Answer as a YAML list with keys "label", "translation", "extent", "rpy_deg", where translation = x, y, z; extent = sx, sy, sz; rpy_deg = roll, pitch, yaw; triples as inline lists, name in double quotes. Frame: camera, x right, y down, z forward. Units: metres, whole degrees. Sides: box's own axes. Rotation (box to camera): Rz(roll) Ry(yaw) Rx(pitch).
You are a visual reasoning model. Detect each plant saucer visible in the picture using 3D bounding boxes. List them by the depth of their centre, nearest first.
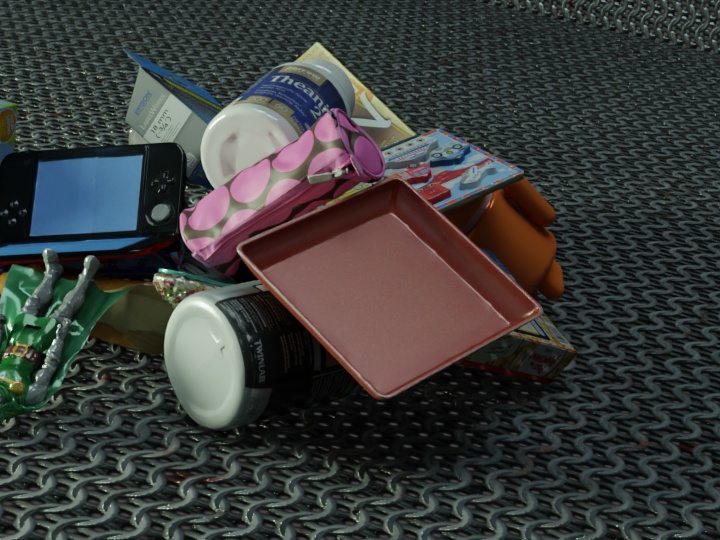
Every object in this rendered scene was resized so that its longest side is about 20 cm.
- label: "plant saucer"
  translation: [0.023, 0.019, 1.382]
  extent: [0.199, 0.037, 0.200]
  rpy_deg: [-25, 57, -37]

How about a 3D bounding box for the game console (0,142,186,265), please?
- label: "game console"
  translation: [-0.282, -0.066, 1.557]
  extent: [0.199, 0.173, 0.119]
  rpy_deg: [-2, -24, 9]

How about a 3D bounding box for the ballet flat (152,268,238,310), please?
- label: "ballet flat"
  translation: [-0.115, 0.040, 1.505]
  extent: [0.075, 0.064, 0.199]
  rpy_deg: [8, -2, 43]

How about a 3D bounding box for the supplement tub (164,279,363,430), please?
- label: "supplement tub"
  translation: [-0.065, 0.065, 1.430]
  extent: [0.199, 0.123, 0.122]
  rpy_deg: [-11, 26, -43]

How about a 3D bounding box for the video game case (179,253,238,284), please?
- label: "video game case"
  translation: [-0.094, 0.019, 1.699]
  extent: [0.181, 0.024, 0.200]
  rpy_deg: [-7, 23, -36]

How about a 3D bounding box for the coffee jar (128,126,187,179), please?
- label: "coffee jar"
  translation: [-0.194, -0.166, 2.083]
  extent: [0.199, 0.086, 0.104]
  rpy_deg: [-5, 20, -29]

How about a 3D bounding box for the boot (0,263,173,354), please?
- label: "boot"
  translation: [-0.248, 0.027, 1.556]
  extent: [0.200, 0.071, 0.144]
  rpy_deg: [4, 13, -22]

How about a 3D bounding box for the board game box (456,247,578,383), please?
- label: "board game box"
  translation: [0.105, 0.030, 1.527]
  extent: [0.200, 0.046, 0.152]
  rpy_deg: [16, 30, -53]

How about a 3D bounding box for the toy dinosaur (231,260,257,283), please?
- label: "toy dinosaur"
  translation: [-0.093, -0.026, 1.696]
  extent: [0.199, 0.103, 0.136]
  rpy_deg: [-7, -3, 25]

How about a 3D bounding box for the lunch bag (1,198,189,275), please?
- label: "lunch bag"
  translation: [-0.290, -0.045, 1.707]
  extent: [0.199, 0.095, 0.151]
  rpy_deg: [-10, 19, 6]

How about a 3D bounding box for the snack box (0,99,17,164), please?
- label: "snack box"
  translation: [-0.440, -0.082, 1.637]
  extent: [0.067, 0.170, 0.200]
  rpy_deg: [16, 22, 20]

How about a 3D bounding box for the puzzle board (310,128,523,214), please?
- label: "puzzle board"
  translation: [0.043, -0.091, 1.619]
  extent: [0.199, 0.017, 0.151]
  rpy_deg: [-23, 34, -26]

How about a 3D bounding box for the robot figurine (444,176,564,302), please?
- label: "robot figurine"
  translation: [0.129, -0.030, 1.712]
  extent: [0.200, 0.117, 0.144]
  rpy_deg: [40, -29, -15]

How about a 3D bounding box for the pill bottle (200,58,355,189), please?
- label: "pill bottle"
  translation: [-0.075, -0.147, 1.629]
  extent: [0.110, 0.112, 0.200]
  rpy_deg: [13, 29, 15]

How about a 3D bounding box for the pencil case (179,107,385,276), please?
- label: "pencil case"
  translation: [-0.076, -0.069, 1.486]
  extent: [0.091, 0.199, 0.094]
  rpy_deg: [45, 22, -29]

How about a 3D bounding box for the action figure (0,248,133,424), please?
- label: "action figure"
  translation: [-0.286, 0.063, 1.391]
  extent: [0.117, 0.055, 0.201]
  rpy_deg: [7, 43, 10]

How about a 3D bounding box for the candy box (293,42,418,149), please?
- label: "candy box"
  translation: [-0.021, -0.144, 1.755]
  extent: [0.200, 0.115, 0.055]
  rpy_deg: [45, -9, 22]

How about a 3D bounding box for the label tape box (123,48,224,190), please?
- label: "label tape box"
  translation: [-0.177, -0.150, 1.746]
  extent: [0.200, 0.063, 0.144]
  rpy_deg: [41, 11, 38]
